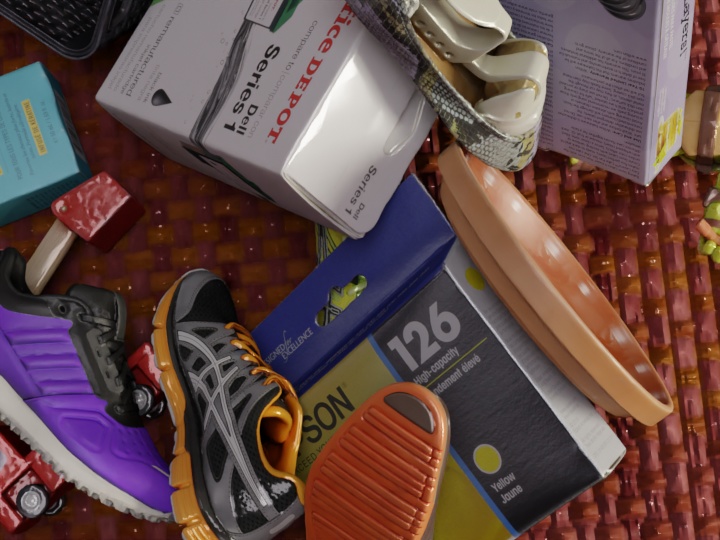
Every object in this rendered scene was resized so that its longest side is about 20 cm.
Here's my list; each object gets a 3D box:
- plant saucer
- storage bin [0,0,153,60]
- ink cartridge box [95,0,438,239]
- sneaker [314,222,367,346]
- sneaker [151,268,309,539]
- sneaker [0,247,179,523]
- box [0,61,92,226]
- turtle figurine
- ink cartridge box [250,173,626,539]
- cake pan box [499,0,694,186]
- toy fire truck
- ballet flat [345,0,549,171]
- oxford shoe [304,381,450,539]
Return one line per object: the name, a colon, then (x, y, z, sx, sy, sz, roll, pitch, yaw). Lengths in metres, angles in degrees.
plant saucer: (0.109, 0.010, 0.774, 0.032, 0.200, 0.201, -40, 82, 13)
storage bin: (-0.210, -0.248, 0.840, 0.199, 0.094, 0.136, 33, 128, 6)
ink cartridge box: (-0.049, -0.123, 0.804, 0.199, 0.084, 0.147, 23, 80, 44)
sneaker: (0.000, 0.000, 0.838, 0.074, 0.076, 0.203, -12, 82, -2)
sneaker: (-0.074, 0.081, 0.800, 0.076, 0.078, 0.202, -26, 54, 15)
sneaker: (-0.166, 0.061, 0.788, 0.199, 0.070, 0.100, 39, 82, 6)
box: (-0.283, -0.059, 0.869, 0.198, 0.049, 0.083, -22, 81, -2)
turtle figurine: (0.219, -0.104, 0.851, 0.159, 0.064, 0.203, 10, 97, 14)
ink cartridge box: (0.023, 0.083, 0.788, 0.201, 0.047, 0.198, 51, 125, 6)
cake pan box: (0.099, -0.162, 0.780, 0.198, 0.186, 0.052, 24, 50, 31)
toy fire truck: (-0.191, 0.052, 0.850, 0.200, 0.049, 0.141, -43, 82, -4)
ballet flat: (0.062, -0.117, 0.718, 0.071, 0.200, 0.073, -23, 48, 27)
oxford shoe: (0.011, 0.138, 0.744, 0.071, 0.073, 0.202, 35, 123, 22)
